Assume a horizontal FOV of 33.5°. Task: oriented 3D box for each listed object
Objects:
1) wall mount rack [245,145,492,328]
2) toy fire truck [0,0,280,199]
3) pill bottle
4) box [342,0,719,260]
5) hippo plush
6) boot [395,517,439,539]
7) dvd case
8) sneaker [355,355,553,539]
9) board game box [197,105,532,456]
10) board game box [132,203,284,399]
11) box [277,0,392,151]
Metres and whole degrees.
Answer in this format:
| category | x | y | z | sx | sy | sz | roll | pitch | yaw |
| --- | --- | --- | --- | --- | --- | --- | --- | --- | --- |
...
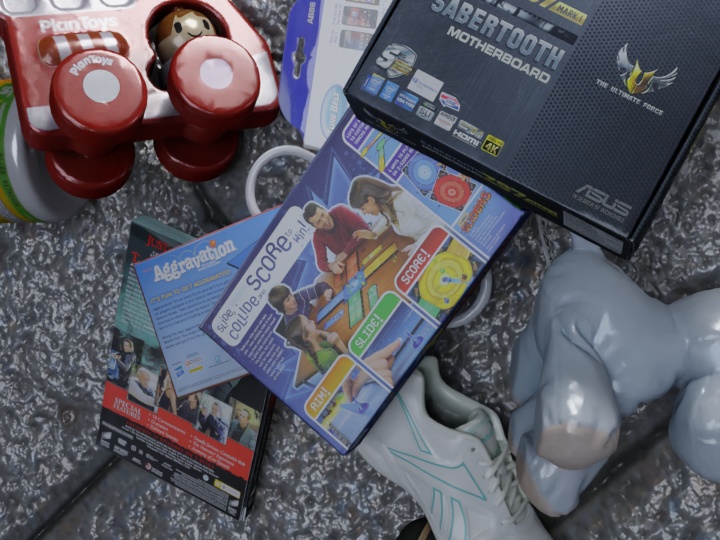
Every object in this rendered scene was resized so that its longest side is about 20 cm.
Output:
| category | x | y | z | sx | sy | sz | roll | pitch | yaw |
| --- | --- | --- | --- | --- | --- | --- | --- | --- | --- |
| wall mount rack | 0.000 | 0.001 | 0.865 | 0.199 | 0.074 | 0.175 | 30 | 98 | 18 |
| toy fire truck | -0.163 | -0.157 | 0.878 | 0.197 | 0.112 | 0.170 | -11 | 73 | -20 |
| pill bottle | -0.322 | -0.093 | 0.962 | 0.197 | 0.111 | 0.113 | 0 | 91 | 21 |
| box | 0.112 | -0.123 | 0.717 | 0.198 | 0.051 | 0.159 | 30 | 83 | 15 |
| hippo plush | 0.186 | 0.063 | 0.774 | 0.158 | 0.160 | 0.203 | 6 | 71 | -1 |
| boot | -0.029 | 0.241 | 0.882 | 0.138 | 0.077 | 0.202 | 33 | 101 | 22 |
| dvd case | -0.128 | 0.076 | 0.913 | 0.144 | 0.022 | 0.202 | 22 | 116 | 19 |
| sneaker | 0.077 | 0.145 | 0.822 | 0.200 | 0.070 | 0.080 | 46 | 124 | 7 |
| board game box | 0.000 | 0.000 | 0.786 | 0.135 | 0.034 | 0.201 | 39 | 104 | 11 |
| board game box | -0.058 | 0.011 | 0.835 | 0.198 | 0.019 | 0.104 | -20 | 89 | 19 |
| box | 0.045 | -0.129 | 0.807 | 0.197 | 0.041 | 0.121 | 11 | 96 | 13 |
